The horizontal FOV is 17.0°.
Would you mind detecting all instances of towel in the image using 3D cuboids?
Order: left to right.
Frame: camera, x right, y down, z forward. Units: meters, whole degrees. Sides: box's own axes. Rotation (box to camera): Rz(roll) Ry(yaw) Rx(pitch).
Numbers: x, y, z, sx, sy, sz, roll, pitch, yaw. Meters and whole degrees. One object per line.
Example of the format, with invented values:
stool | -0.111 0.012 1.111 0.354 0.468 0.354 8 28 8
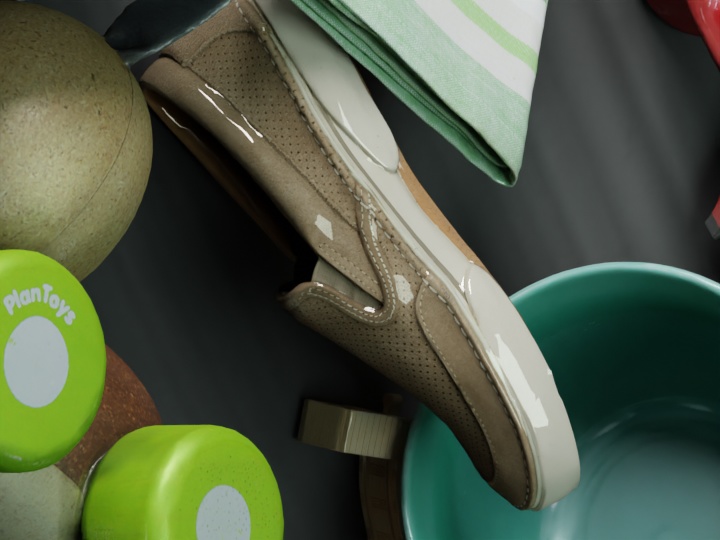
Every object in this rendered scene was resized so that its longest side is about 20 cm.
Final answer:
towel | 0.028 -0.152 0.820 0.152 0.023 0.201 39 52 -40

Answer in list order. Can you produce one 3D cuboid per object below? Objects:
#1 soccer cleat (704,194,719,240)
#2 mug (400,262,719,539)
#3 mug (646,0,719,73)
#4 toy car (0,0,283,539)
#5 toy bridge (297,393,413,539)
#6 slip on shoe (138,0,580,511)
soccer cleat | 0.220 0.012 0.948 0.068 0.200 0.085 8 128 -53
mug | 0.089 0.091 0.879 0.114 0.184 0.153 39 31 -64
mug | 0.189 -0.129 0.888 0.177 0.199 0.134 -30 116 -34
toy car | -0.097 -0.013 0.692 0.158 0.163 0.201 46 53 -39
toy bridge | -0.007 0.143 0.873 0.067 0.027 0.201 13 88 -44
slip on shoe | 0.000 0.000 0.802 0.060 0.076 0.201 -33 98 -16
